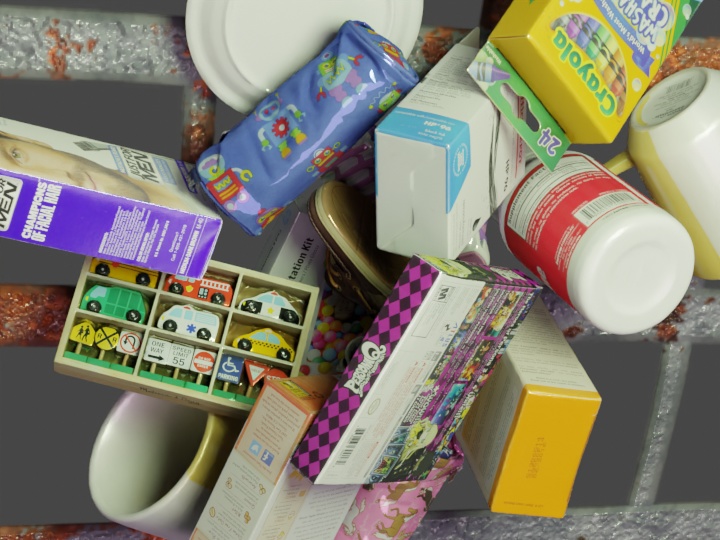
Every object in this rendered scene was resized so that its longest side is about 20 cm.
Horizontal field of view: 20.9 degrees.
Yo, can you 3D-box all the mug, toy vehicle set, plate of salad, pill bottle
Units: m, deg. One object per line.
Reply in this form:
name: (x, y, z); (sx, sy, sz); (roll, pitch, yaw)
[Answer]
mug: (0.300, -0.085, 1.732); (0.187, 0.149, 0.153); (-40, 113, -1)
toy vehicle set: (-0.146, 0.050, 1.647); (0.200, 0.124, 0.027); (14, 156, -4)
plate of salad: (-0.047, -0.214, 1.605); (0.200, 0.048, 0.200); (-8, 121, -13)
mug: (-0.121, 0.177, 1.721); (0.186, 0.150, 0.153); (-19, 139, 36)
pill bottle: (0.190, -0.035, 1.679); (0.112, 0.200, 0.112); (-11, 119, -21)

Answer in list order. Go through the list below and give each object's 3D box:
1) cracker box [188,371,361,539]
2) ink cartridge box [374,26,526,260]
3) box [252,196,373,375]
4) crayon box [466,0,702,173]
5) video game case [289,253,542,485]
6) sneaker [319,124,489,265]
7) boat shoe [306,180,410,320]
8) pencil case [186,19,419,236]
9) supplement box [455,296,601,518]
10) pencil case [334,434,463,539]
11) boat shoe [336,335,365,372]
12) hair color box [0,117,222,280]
cracker box: (-0.061, 0.182, 1.620); (0.134, 0.058, 0.200); (-1, 122, -56)
ink cartridge box: (0.084, -0.106, 1.600); (0.068, 0.200, 0.116); (15, 127, 22)
box: (-0.004, 0.033, 1.755); (0.200, 0.041, 0.156); (19, 110, -24)
crayon box: (0.185, -0.193, 1.571); (0.126, 0.052, 0.200); (47, 66, -30)
video game case: (0.048, 0.083, 1.575); (0.181, 0.036, 0.200); (7, 117, -58)
sneaker: (0.042, -0.080, 1.688); (0.200, 0.089, 0.080); (40, 144, -28)
boat shoe: (0.000, 0.000, 1.672); (0.072, 0.072, 0.200); (-18, 141, 24)
pencil case: (-0.047, -0.119, 1.586); (0.200, 0.087, 0.078); (-42, 155, 10)
supplement box: (0.139, 0.114, 1.748); (0.073, 0.200, 0.126); (7, 116, -16)
pencil case: (0.018, 0.225, 1.842); (0.083, 0.087, 0.200); (6, 120, -55)
boat shoe: (0.015, 0.085, 1.704); (0.065, 0.074, 0.200); (40, 142, 5)
hair color box: (-0.223, -0.061, 1.597); (0.200, 0.109, 0.065); (11, 114, -23)
